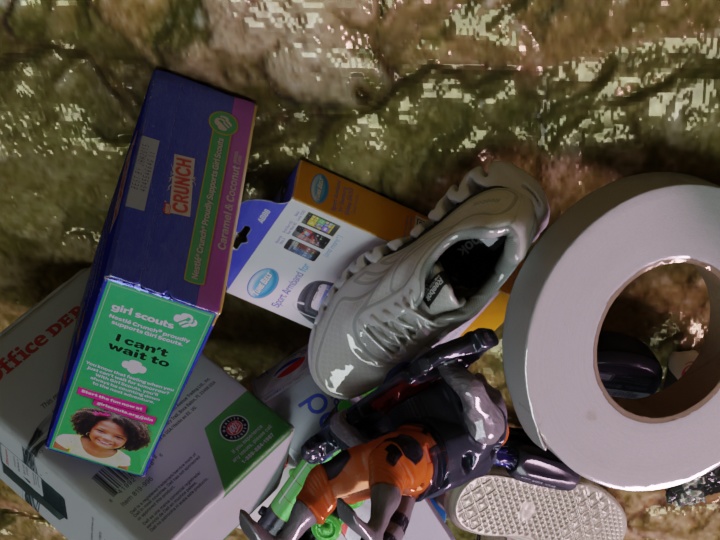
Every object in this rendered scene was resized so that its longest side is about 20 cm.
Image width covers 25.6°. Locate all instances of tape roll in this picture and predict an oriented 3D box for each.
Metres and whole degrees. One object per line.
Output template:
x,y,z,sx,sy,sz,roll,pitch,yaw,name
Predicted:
0.184,0.040,0.994,0.201,0.037,0.205,-6,109,-18,tape roll

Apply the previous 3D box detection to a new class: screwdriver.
0.078,0.129,1.170,0.198,0.028,0.029,19,178,-21,screwdriver

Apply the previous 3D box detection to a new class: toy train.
-0.007,0.127,1.108,0.056,0.042,0.201,35,107,0,toy train

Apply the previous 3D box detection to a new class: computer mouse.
0.136,0.084,1.152,0.139,0.046,0.201,5,152,0,computer mouse

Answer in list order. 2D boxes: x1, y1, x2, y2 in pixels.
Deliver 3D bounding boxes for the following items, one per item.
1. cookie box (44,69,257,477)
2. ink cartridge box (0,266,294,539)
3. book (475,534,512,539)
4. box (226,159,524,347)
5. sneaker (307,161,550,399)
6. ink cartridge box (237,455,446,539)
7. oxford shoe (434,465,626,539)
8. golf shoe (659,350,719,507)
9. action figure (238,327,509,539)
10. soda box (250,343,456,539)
-0.135,0.006,1.016,0.074,0.172,0.201,16,141,-11,cookie box
-0.169,0.113,1.114,0.199,0.146,0.083,38,145,17,ink cartridge box
0.152,0.310,1.293,0.133,0.201,0.048,29,137,-21,book
0.000,0.000,1.084,0.198,0.042,0.119,25,139,-14,box
0.035,0.016,1.000,0.075,0.081,0.200,39,115,-13,sneaker
-0.040,0.167,1.269,0.198,0.068,0.116,22,139,-14,ink cartridge box
0.136,0.186,1.259,0.199,0.076,0.058,20,-174,-35,oxford shoe
0.252,0.119,1.150,0.076,0.089,0.200,-12,160,7,golf shoe
0.018,0.127,0.997,0.105,0.193,0.200,56,142,4,action figure
-0.001,0.152,1.175,0.068,0.063,0.201,-32,107,-1,soda box
